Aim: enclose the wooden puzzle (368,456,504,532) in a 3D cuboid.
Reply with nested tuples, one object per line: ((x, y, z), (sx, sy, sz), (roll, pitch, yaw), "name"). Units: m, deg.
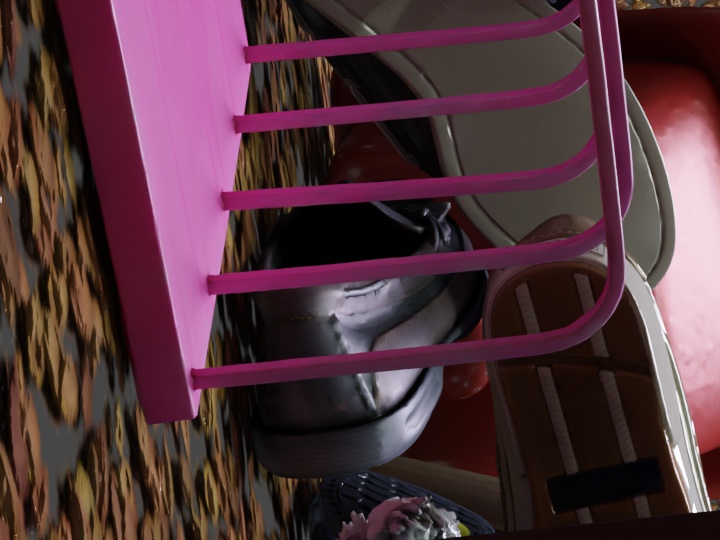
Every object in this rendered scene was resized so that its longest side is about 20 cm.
((0.090, 0.145, 1.168), (0.185, 0.199, 0.037), (76, 36, -53), "wooden puzzle")

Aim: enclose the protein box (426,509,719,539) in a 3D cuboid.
((0.059, 0.174, 0.687), (0.135, 0.199, 0.199), (-87, 169, -56), "protein box")

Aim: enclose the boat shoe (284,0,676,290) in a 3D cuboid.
((0.034, -0.070, 1.033), (0.200, 0.073, 0.063), (47, -4, -11), "boat shoe")

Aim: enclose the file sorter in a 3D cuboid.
((0.002, -0.077, 0.765), (0.200, 0.125, 0.139), (-86, 169, -61), "file sorter")

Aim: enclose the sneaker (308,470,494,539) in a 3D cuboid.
((0.007, 0.124, 0.982), (0.200, 0.066, 0.079), (-95, -156, -75), "sneaker")

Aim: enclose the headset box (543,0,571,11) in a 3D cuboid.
((0.061, -0.197, 1.005), (0.200, 0.093, 0.174), (53, -17, -6), "headset box")

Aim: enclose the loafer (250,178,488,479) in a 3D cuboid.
((0.000, 0.000, 0.961), (0.200, 0.072, 0.063), (-73, 152, -68), "loafer")

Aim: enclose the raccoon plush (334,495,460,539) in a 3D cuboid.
((0.056, 0.100, 0.820), (0.134, 0.199, 0.097), (122, -46, -68), "raccoon plush")

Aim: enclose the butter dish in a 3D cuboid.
((0.060, 0.010, 1.147), (0.148, 0.199, 0.200), (-27, 112, -58), "butter dish")

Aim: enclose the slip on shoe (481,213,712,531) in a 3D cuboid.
((0.080, 0.078, 0.997), (0.061, 0.076, 0.201), (-72, 150, -70), "slip on shoe")
